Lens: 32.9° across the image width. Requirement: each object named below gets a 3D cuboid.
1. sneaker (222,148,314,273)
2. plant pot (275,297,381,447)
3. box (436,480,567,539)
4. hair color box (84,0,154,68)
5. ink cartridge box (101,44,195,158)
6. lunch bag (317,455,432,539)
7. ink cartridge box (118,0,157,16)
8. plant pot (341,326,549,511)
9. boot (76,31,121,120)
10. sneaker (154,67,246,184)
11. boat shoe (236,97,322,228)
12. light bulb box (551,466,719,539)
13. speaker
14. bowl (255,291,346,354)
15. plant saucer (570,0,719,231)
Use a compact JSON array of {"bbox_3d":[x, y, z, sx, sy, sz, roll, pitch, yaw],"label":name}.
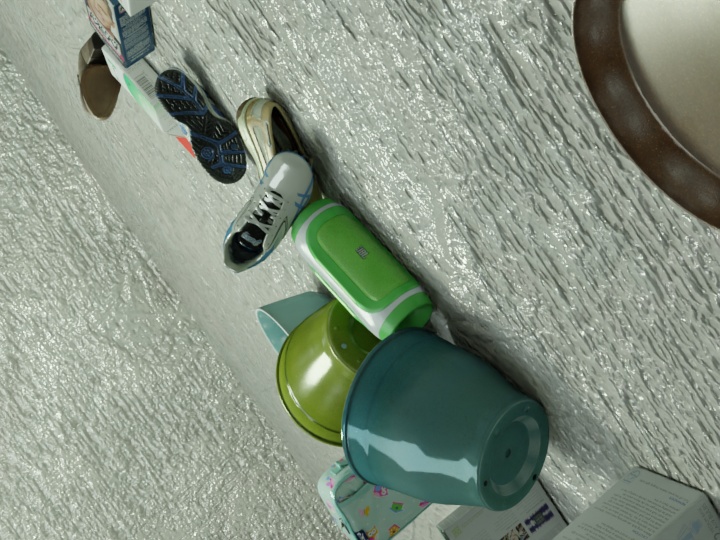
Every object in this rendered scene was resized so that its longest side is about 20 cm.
[{"bbox_3d":[-0.117,-0.070,1.541,0.071,0.073,0.200,29,130,-7],"label":"sneaker"},{"bbox_3d":[-0.002,0.112,1.633,0.201,0.200,0.193,50,155,11],"label":"plant pot"},{"bbox_3d":[0.211,0.373,1.616,0.201,0.144,0.036,56,170,-10],"label":"box"},{"bbox_3d":[-0.362,-0.393,1.808,0.100,0.060,0.200,50,165,10],"label":"hair color box"},{"bbox_3d":[-0.361,-0.284,2.089,0.161,0.050,0.201,47,162,24],"label":"ink cartridge box"},{"bbox_3d":[0.033,0.356,2.024,0.077,0.199,0.161,24,147,58],"label":"lunch bag"},{"bbox_3d":[-0.310,-0.434,1.497,0.201,0.084,0.146,52,166,7],"label":"ink cartridge box"},{"bbox_3d":[0.111,0.187,1.438,0.187,0.200,0.201,17,144,42],"label":"plant pot"},{"bbox_3d":[-0.473,-0.323,2.187,0.146,0.070,0.202,126,144,-58],"label":"boot"},{"bbox_3d":[-0.230,-0.219,1.809,0.201,0.075,0.077,60,-174,-23],"label":"sneaker"},{"bbox_3d":[-0.090,-0.128,1.564,0.076,0.072,0.201,9,138,47],"label":"boat shoe"},{"bbox_3d":[0.280,0.342,1.211,0.199,0.199,0.125,56,166,-14],"label":"light bulb box"},{"bbox_3d":[0.000,0.000,1.529,0.200,0.088,0.089,47,164,24],"label":"speaker"},{"bbox_3d":[-0.069,0.113,1.973,0.201,0.105,0.201,49,166,17],"label":"bowl"},{"bbox_3d":[0.206,-0.107,0.731,0.201,0.034,0.201,50,166,17],"label":"plant saucer"}]
